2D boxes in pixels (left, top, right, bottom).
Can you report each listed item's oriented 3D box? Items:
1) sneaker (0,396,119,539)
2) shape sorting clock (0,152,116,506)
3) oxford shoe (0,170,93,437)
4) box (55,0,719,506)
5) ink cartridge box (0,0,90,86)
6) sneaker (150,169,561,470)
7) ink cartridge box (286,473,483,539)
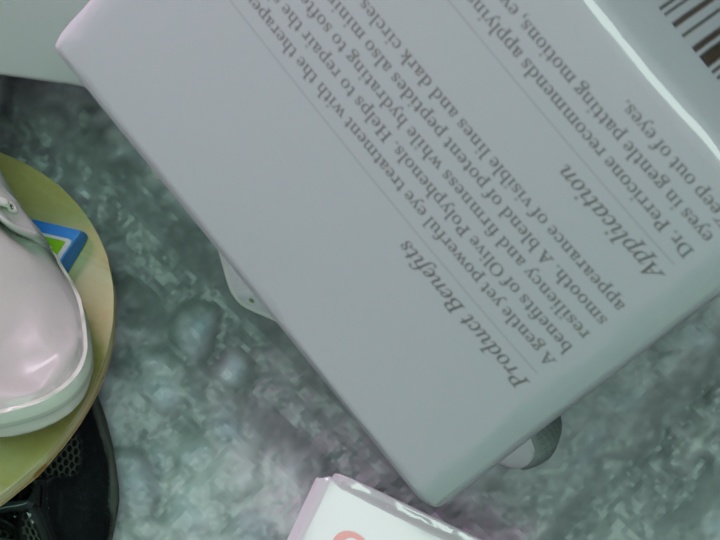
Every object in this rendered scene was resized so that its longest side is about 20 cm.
[{"bbox_3d":[-0.137,0.110,0.757,0.076,0.114,0.200,8,76,4],"label":"sneaker"},{"bbox_3d":[-0.189,0.027,0.777,0.200,0.039,0.200,-2,46,2],"label":"shape sorting clock"},{"bbox_3d":[-0.154,-0.019,0.752,0.075,0.058,0.200,-19,50,-16],"label":"oxford shoe"},{"bbox_3d":[0.054,-0.073,0.699,0.199,0.200,0.171,50,125,3],"label":"box"},{"bbox_3d":[-0.156,-0.161,0.777,0.200,0.125,0.129,8,37,6],"label":"ink cartridge box"},{"bbox_3d":[0.000,0.000,0.799,0.080,0.070,0.200,-40,82,18],"label":"sneaker"},{"bbox_3d":[0.011,0.193,0.747,0.145,0.084,0.200,24,83,7],"label":"ink cartridge box"}]
